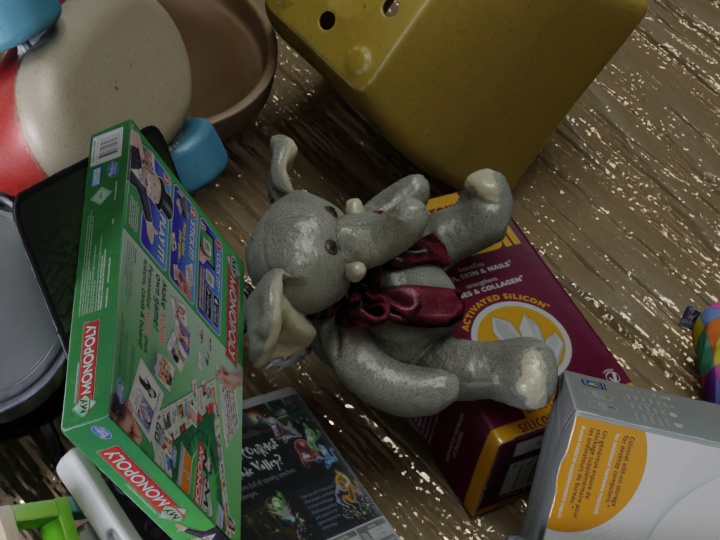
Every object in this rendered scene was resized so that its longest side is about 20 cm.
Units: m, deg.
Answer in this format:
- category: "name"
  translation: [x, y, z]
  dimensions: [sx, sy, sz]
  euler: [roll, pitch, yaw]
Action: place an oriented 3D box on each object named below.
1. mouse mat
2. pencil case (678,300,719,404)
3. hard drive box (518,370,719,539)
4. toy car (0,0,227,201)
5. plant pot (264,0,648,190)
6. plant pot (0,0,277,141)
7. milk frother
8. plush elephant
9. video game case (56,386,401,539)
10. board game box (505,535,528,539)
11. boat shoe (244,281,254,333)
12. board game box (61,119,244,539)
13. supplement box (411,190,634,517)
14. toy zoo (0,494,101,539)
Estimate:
- category: "mouse mat"
  translation: [-0.122, 0.011, 0.864]
  dimensions: [0.007, 0.162, 0.200]
  euler: [-16, 12, 18]
- category: "pencil case"
  translation: [0.275, 0.101, 1.032]
  dimensions: [0.088, 0.089, 0.201]
  euler: [3, 49, -10]
- category: "hard drive box"
  translation: [0.198, 0.161, 0.903]
  dimensions: [0.199, 0.157, 0.077]
  euler: [12, 13, -2]
- category: "toy car"
  translation: [-0.222, -0.096, 0.980]
  dimensions: [0.199, 0.185, 0.177]
  euler: [-13, 26, 26]
- category: "plant pot"
  translation: [0.046, -0.188, 1.111]
  dimensions: [0.194, 0.196, 0.200]
  euler: [46, 20, 26]
- category: "plant pot"
  translation: [-0.164, -0.140, 1.141]
  dimensions: [0.200, 0.093, 0.202]
  euler: [6, 48, -7]
- category: "milk frother"
  translation: [-0.175, 0.063, 0.888]
  dimensions: [0.199, 0.188, 0.182]
  euler: [-1, 81, -9]
- category: "plush elephant"
  translation: [0.000, 0.000, 0.920]
  dimensions: [0.199, 0.155, 0.165]
  euler: [-13, 60, 16]
- category: "video game case"
  translation: [-0.052, 0.158, 0.869]
  dimensions: [0.182, 0.023, 0.200]
  euler: [54, 31, 17]
- category: "board game box"
  translation: [0.084, 0.251, 0.817]
  dimensions: [0.199, 0.062, 0.201]
  euler: [21, 83, 18]
- category: "boat shoe"
  translation: [-0.165, 0.017, 1.020]
  dimensions: [0.199, 0.074, 0.060]
  euler: [1, 5, 9]
- category: "board game box"
  translation: [-0.105, 0.036, 0.825]
  dimensions: [0.029, 0.135, 0.201]
  euler: [-18, 46, 16]
- category: "supplement box"
  translation: [0.080, 0.048, 1.032]
  dimensions: [0.110, 0.086, 0.200]
  euler: [-15, 53, -24]
- category: "toy zoo"
  translation: [-0.107, 0.182, 0.843]
  dimensions: [0.200, 0.020, 0.132]
  euler: [2, 62, -51]
